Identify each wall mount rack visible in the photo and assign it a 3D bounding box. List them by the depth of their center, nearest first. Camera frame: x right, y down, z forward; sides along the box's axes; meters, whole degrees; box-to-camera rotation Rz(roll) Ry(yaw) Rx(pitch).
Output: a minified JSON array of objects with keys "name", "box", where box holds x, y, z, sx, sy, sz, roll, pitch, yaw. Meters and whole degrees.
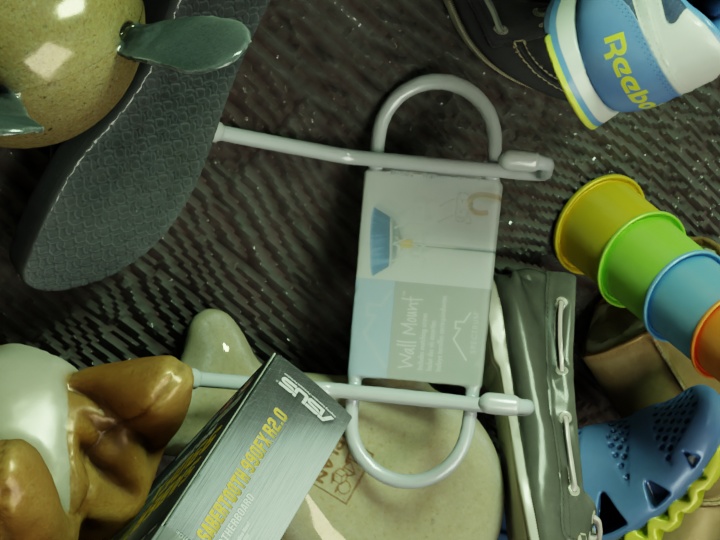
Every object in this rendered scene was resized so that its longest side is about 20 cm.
[{"name":"wall mount rack","box":[0.000,0.000,1.048,0.173,0.075,0.201,5,86,5]}]

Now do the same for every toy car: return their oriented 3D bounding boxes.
[{"name":"toy car","box":[-0.133,-0.110,0.830,0.164,0.200,0.158,-23,129,-20]}]

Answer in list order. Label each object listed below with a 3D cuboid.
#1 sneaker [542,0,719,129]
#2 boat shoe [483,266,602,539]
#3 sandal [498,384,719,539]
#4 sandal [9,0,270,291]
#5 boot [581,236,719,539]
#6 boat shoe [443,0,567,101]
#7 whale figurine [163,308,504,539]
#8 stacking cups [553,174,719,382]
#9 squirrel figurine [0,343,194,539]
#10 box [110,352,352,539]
[{"name":"sneaker","box":[0.145,-0.149,1.020,0.074,0.082,0.201,47,44,-36]},{"name":"boat shoe","box":[0.099,0.094,1.142,0.057,0.201,0.067,-7,166,-8]},{"name":"sandal","box":[0.108,0.117,1.199,0.200,0.080,0.087,-34,104,17]},{"name":"sandal","box":[-0.094,-0.080,0.989,0.076,0.043,0.201,18,105,-52]},{"name":"boot","box":[0.166,0.101,1.272,0.175,0.066,0.200,-43,132,-12]},{"name":"boat shoe","box":[0.079,-0.135,1.053,0.073,0.063,0.200,-45,133,-1]},{"name":"whale figurine","box":[-0.025,0.098,1.125,0.200,0.104,0.160,32,79,-21]},{"name":"stacking cups","box":[0.177,0.018,1.126,0.060,0.200,0.061,-17,125,-26]},{"name":"squirrel figurine","box":[-0.179,0.134,0.966,0.141,0.187,0.200,21,140,-1]},{"name":"box","box":[-0.099,0.147,0.998,0.048,0.159,0.200,39,130,-5]}]
